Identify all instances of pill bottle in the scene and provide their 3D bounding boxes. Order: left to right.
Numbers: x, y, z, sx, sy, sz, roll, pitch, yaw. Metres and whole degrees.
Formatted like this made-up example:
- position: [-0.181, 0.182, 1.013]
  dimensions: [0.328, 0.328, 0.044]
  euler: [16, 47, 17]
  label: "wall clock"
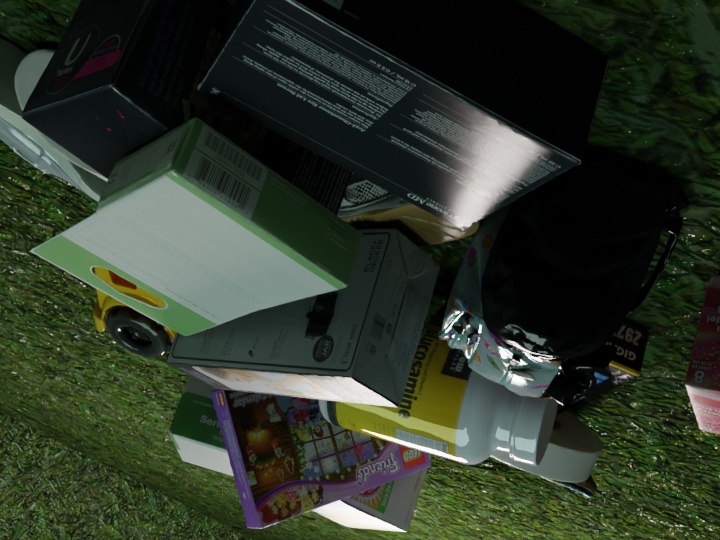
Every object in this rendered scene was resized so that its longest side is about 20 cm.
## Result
- position: [0.071, 0.108, 0.952]
  dimensions: [0.199, 0.112, 0.112]
  euler: [13, 158, 19]
  label: "pill bottle"

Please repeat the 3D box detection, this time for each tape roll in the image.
- position: [0.148, 0.150, 1.086]
  dimensions: [0.202, 0.037, 0.203]
  euler: [22, -171, -4]
  label: "tape roll"

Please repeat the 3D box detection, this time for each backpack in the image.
- position: [0.132, 0.013, 0.767]
  dimensions: [0.126, 0.167, 0.200]
  euler: [35, 164, 8]
  label: "backpack"

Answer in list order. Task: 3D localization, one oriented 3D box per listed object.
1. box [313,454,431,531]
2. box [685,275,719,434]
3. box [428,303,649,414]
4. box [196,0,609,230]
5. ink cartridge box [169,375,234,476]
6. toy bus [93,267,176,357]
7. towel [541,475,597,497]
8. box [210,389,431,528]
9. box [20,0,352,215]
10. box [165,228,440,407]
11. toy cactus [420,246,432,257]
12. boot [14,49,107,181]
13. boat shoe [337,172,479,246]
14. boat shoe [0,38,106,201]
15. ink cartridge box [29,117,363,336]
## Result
- position: [0.014, 0.175, 1.173]
  dimensions: [0.101, 0.200, 0.112]
  euler: [31, 157, -25]
  label: "box"
- position: [0.349, 0.078, 0.772]
  dimensions: [0.199, 0.096, 0.100]
  euler: [9, 157, 28]
  label: "box"
- position: [0.155, 0.072, 1.006]
  dimensions: [0.159, 0.049, 0.200]
  euler: [21, 159, -6]
  label: "box"
- position: [0.021, -0.116, 0.634]
  dimensions: [0.200, 0.079, 0.141]
  euler: [27, 155, -15]
  label: "box"
- position: [-0.129, 0.110, 1.154]
  dimensions: [0.083, 0.201, 0.147]
  euler: [16, 159, 3]
  label: "ink cartridge box"
- position: [-0.156, -0.011, 1.012]
  dimensions: [0.199, 0.136, 0.192]
  euler: [16, 142, 10]
  label: "toy bus"
- position: [0.171, 0.180, 1.154]
  dimensions: [0.146, 0.022, 0.200]
  euler: [22, -170, -3]
  label: "towel"
- position: [-0.036, 0.159, 1.061]
  dimensions: [0.199, 0.137, 0.039]
  euler: [-14, 176, -30]
  label: "box"
- position: [-0.112, -0.102, 0.751]
  dimensions: [0.122, 0.106, 0.200]
  euler: [-5, 146, 46]
  label: "box"
- position: [-0.047, 0.033, 0.808]
  dimensions: [0.200, 0.117, 0.060]
  euler: [-1, 154, 41]
  label: "box"
- position: [0.000, 0.000, 0.937]
  dimensions: [0.200, 0.103, 0.165]
  euler: [-11, 153, 40]
  label: "toy cactus"
- position: [-0.190, -0.103, 0.877]
  dimensions: [0.200, 0.073, 0.090]
  euler: [41, -175, -4]
  label: "boot"
- position: [0.014, -0.053, 0.803]
  dimensions: [0.200, 0.070, 0.071]
  euler: [-8, 149, 43]
  label: "boat shoe"
- position: [-0.260, -0.119, 0.907]
  dimensions: [0.201, 0.070, 0.071]
  euler: [40, 154, -26]
  label: "boat shoe"
- position: [-0.117, -0.020, 0.732]
  dimensions: [0.145, 0.048, 0.200]
  euler: [34, 149, -30]
  label: "ink cartridge box"
